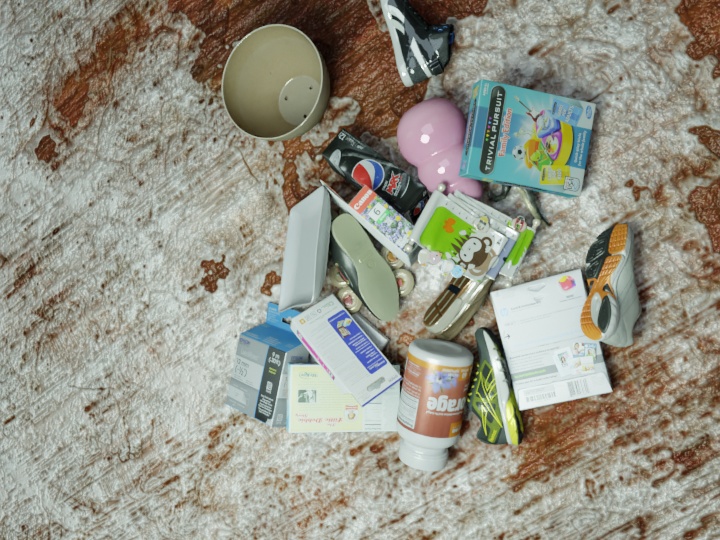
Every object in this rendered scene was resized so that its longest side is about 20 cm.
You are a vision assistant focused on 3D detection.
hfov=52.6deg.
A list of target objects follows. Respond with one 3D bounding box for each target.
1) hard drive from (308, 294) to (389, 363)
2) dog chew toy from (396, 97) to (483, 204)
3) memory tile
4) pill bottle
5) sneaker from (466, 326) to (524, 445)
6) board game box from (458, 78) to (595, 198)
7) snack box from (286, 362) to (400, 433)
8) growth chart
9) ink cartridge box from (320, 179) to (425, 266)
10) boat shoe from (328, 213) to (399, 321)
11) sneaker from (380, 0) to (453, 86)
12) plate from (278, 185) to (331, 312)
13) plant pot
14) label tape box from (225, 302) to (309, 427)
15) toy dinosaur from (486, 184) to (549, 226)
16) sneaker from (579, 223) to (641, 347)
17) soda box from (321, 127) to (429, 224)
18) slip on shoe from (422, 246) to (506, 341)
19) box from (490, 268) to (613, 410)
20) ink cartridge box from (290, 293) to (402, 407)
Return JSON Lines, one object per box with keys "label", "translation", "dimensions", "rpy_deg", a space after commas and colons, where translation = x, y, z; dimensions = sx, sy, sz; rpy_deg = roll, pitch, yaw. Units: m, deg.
{"label": "hard drive", "translation": [-0.054, 0.166, 1.342], "dimensions": [0.132, 0.025, 0.201], "rpy_deg": [39, 101, 18]}
{"label": "dog chew toy", "translation": [0.144, -0.188, 1.239], "dimensions": [0.124, 0.124, 0.202], "rpy_deg": [-27, 87, 17]}
{"label": "memory tile", "translation": [0.006, -0.033, 1.318], "dimensions": [0.151, 0.017, 0.203], "rpy_deg": [-18, 80, 8]}
{"label": "pill bottle", "translation": [0.121, 0.225, 1.224], "dimensions": [0.111, 0.112, 0.203], "rpy_deg": [12, 102, 20]}
{"label": "sneaker", "translation": [0.211, 0.197, 1.218], "dimensions": [0.084, 0.074, 0.203], "rpy_deg": [-15, 83, 19]}
{"label": "board game box", "translation": [0.270, -0.211, 1.180], "dimensions": [0.197, 0.047, 0.153], "rpy_deg": [9, 91, -10]}
{"label": "snack box", "translation": [-0.030, 0.222, 1.274], "dimensions": [0.197, 0.037, 0.118], "rpy_deg": [2, 88, -12]}
{"label": "growth chart", "translation": [0.181, -0.052, 1.187], "dimensions": [0.198, 0.018, 0.146], "rpy_deg": [22, 84, -4]}
{"label": "ink cartridge box", "translation": [0.025, -0.095, 1.256], "dimensions": [0.200, 0.109, 0.050], "rpy_deg": [42, 87, 11]}
{"label": "boat shoe", "translation": [0.002, -0.001, 1.278], "dimensions": [0.203, 0.073, 0.063], "rpy_deg": [60, 151, -1]}
{"label": "sneaker", "translation": [0.106, -0.438, 1.290], "dimensions": [0.111, 0.073, 0.203], "rpy_deg": [-15, 91, 15]}
{"label": "plate", "translation": [-0.095, -0.031, 1.292], "dimensions": [0.032, 0.199, 0.203], "rpy_deg": [9, 79, -21]}
{"label": "plant pot", "translation": [-0.134, -0.327, 1.334], "dimensions": [0.198, 0.134, 0.203], "rpy_deg": [-1, 87, 21]}
{"label": "label tape box", "translation": [-0.166, 0.168, 1.337], "dimensions": [0.142, 0.066, 0.203], "rpy_deg": [13, 94, 44]}
{"label": "toy dinosaur", "translation": [0.252, -0.162, 1.233], "dimensions": [0.087, 0.047, 0.203], "rpy_deg": [-15, 86, 8]}
{"label": "sneaker", "translation": [0.410, 0.027, 1.162], "dimensions": [0.075, 0.091, 0.202], "rpy_deg": [-8, 61, 58]}
{"label": "soda box", "translation": [0.027, -0.165, 1.288], "dimensions": [0.199, 0.071, 0.064], "rpy_deg": [38, 85, 22]}
{"label": "slip on shoe", "translation": [0.191, 0.035, 1.243], "dimensions": [0.060, 0.076, 0.201], "rpy_deg": [38, 91, -25]}
{"label": "box", "translation": [0.313, 0.115, 1.202], "dimensions": [0.154, 0.041, 0.203], "rpy_deg": [-16, 83, 18]}
{"label": "ink cartridge box", "translation": [-0.026, 0.140, 1.253], "dimensions": [0.094, 0.037, 0.200], "rpy_deg": [-30, 66, -28]}
